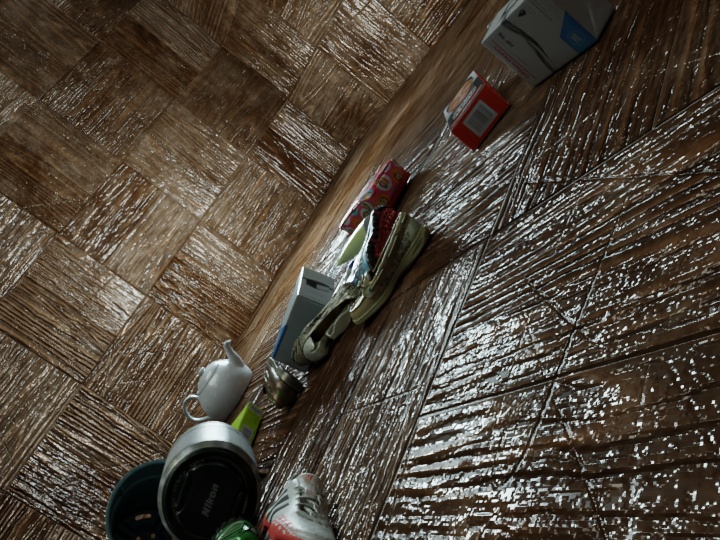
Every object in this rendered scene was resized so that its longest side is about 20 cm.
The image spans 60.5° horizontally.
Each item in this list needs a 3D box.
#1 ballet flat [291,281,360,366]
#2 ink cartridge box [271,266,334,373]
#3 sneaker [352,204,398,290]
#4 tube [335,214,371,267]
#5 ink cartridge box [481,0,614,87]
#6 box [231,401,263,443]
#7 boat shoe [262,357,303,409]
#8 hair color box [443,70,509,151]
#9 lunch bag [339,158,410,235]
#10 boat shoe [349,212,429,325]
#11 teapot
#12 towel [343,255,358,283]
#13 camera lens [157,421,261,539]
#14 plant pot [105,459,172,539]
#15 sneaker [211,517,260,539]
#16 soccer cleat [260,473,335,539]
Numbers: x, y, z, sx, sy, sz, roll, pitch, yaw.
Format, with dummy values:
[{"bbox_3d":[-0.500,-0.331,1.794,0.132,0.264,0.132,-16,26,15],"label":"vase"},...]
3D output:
[{"bbox_3d":[-0.063,0.113,1.159,0.202,0.067,0.076,-52,27,11],"label":"ballet flat"},{"bbox_3d":[-0.117,0.097,1.304,0.201,0.082,0.149,-96,28,-74],"label":"ink cartridge box"},{"bbox_3d":[0.026,-0.043,1.167,0.096,0.078,0.202,-48,13,41],"label":"sneaker"},{"bbox_3d":[-0.006,-0.063,1.350,0.200,0.056,0.054,140,119,-65],"label":"tube"},{"bbox_3d":[0.264,-0.356,0.926,0.068,0.114,0.199,-58,10,-15],"label":"ink cartridge box"},{"bbox_3d":[-0.294,0.400,1.361,0.201,0.047,0.123,-52,11,23],"label":"box"},{"bbox_3d":[-0.172,0.230,1.257,0.069,0.071,0.200,-55,10,-9],"label":"boat shoe"},{"bbox_3d":[0.211,-0.301,1.148,0.102,0.060,0.201,-52,10,21],"label":"hair color box"},{"bbox_3d":[0.037,-0.179,1.510,0.179,0.081,0.200,-61,11,-30],"label":"lunch bag"},{"bbox_3d":[0.036,-0.002,1.033,0.202,0.062,0.073,-55,11,9],"label":"boat shoe"},{"bbox_3d":[-0.434,0.350,1.882,0.197,0.144,0.203,-44,16,47],"label":"teapot"},{"bbox_3d":[0.000,0.000,1.302,0.147,0.024,0.202,-48,13,36],"label":"towel"},{"bbox_3d":[-0.245,0.342,1.009,0.162,0.158,0.200,-56,11,-9],"label":"camera lens"},{"bbox_3d":[-0.400,0.503,1.192,0.197,0.197,0.203,-55,8,44],"label":"plant pot"},{"bbox_3d":[-0.200,0.420,0.798,0.203,0.077,0.085,-60,12,-23],"label":"sneaker"},{"bbox_3d":[-0.063,0.267,0.675,0.087,0.067,0.200,-64,8,-21],"label":"soccer cleat"}]
